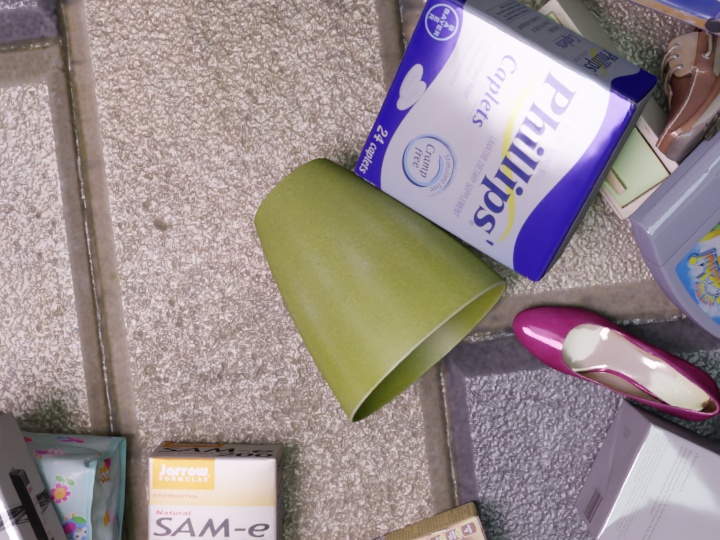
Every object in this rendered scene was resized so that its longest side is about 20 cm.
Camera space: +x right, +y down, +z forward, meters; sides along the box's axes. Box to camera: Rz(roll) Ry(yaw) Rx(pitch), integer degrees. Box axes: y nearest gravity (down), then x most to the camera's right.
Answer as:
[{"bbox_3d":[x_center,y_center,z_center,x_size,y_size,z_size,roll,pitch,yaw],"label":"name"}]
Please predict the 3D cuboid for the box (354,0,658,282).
[{"bbox_3d":[0.126,-0.127,0.949,0.199,0.105,0.185,31,118,11],"label":"box"}]

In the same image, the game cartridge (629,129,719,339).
[{"bbox_3d":[0.335,-0.018,0.985,0.133,0.041,0.200,-44,122,6],"label":"game cartridge"}]

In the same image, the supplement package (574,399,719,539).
[{"bbox_3d":[0.321,0.224,1.002,0.198,0.121,0.121,25,94,1],"label":"supplement package"}]

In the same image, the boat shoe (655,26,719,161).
[{"bbox_3d":[0.303,-0.176,0.976,0.071,0.076,0.200,32,54,8],"label":"boat shoe"}]

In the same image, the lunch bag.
[{"bbox_3d":[-0.316,0.261,1.022,0.168,0.122,0.202,4,97,4],"label":"lunch bag"}]

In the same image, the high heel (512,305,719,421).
[{"bbox_3d":[0.239,0.087,1.009,0.199,0.096,0.068,28,94,0],"label":"high heel"}]

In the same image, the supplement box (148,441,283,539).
[{"bbox_3d":[-0.138,0.271,1.040,0.124,0.074,0.202,0,93,1],"label":"supplement box"}]

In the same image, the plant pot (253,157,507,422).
[{"bbox_3d":[0.000,0.000,0.984,0.187,0.187,0.200,-42,77,3],"label":"plant pot"}]

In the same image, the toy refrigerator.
[{"bbox_3d":[0.218,-0.153,0.996,0.076,0.070,0.201,-35,93,33],"label":"toy refrigerator"}]

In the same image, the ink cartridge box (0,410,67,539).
[{"bbox_3d":[-0.337,0.242,0.922,0.143,0.084,0.202,-24,88,5],"label":"ink cartridge box"}]

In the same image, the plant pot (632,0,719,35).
[{"bbox_3d":[0.292,-0.324,0.900,0.198,0.200,0.181,22,69,2],"label":"plant pot"}]

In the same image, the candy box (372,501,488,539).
[{"bbox_3d":[0.040,0.319,1.047,0.198,0.055,0.116,-22,92,2],"label":"candy box"}]
